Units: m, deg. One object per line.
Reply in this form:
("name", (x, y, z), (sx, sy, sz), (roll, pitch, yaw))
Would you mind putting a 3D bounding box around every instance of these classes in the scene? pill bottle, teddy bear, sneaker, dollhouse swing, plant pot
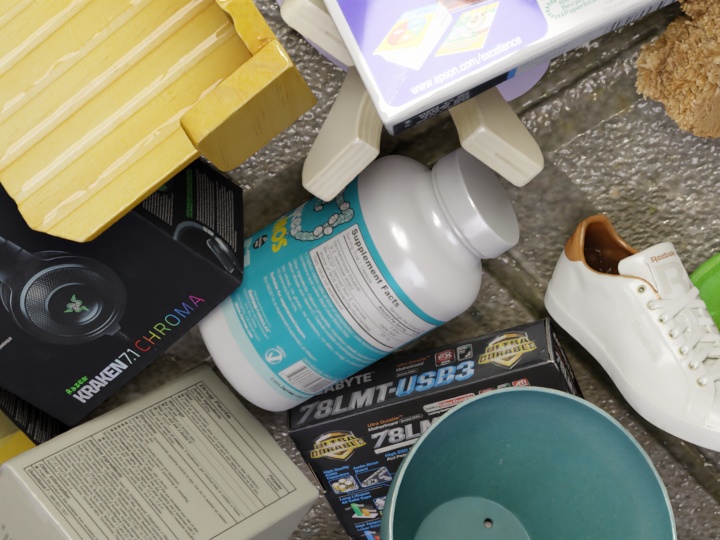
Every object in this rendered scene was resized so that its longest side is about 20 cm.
("pill bottle", (0.000, 0.000, 1.291), (0.199, 0.111, 0.111), (-30, 129, 21))
("teddy bear", (0.238, -0.173, 1.191), (0.144, 0.067, 0.201), (-3, 127, -15))
("sneaker", (0.194, 0.037, 1.294), (0.072, 0.200, 0.085), (-17, 135, -37))
("dollhouse swing", (-0.151, -0.128, 1.063), (0.175, 0.182, 0.201), (-33, 85, 2))
("plant pot", (0.096, 0.191, 1.377), (0.198, 0.202, 0.135), (10, 162, -13))

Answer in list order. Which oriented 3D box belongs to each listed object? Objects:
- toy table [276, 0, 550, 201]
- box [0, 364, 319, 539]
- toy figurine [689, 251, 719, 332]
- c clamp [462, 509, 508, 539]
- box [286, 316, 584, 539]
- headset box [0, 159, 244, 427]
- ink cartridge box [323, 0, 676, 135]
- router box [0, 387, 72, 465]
("toy table", (0.032, -0.133, 1.166), (0.199, 0.118, 0.184), (21, 128, -21))
("box", (-0.149, 0.169, 1.359), (0.199, 0.128, 0.109), (-24, 156, -49))
("toy figurine", (0.303, 0.073, 1.333), (0.149, 0.185, 0.201), (17, 129, -19))
("c clamp", (0.038, 0.225, 1.500), (0.199, 0.027, 0.171), (-20, 132, 17))
("box", (0.071, 0.136, 1.465), (0.198, 0.050, 0.199), (-17, 132, 12))
("headset box", (-0.201, -0.024, 1.265), (0.174, 0.093, 0.199), (-38, 124, 27))
("ink cartridge box", (0.059, -0.201, 1.062), (0.197, 0.201, 0.043), (-25, 172, -2))
("router box", (-0.305, 0.145, 1.442), (0.199, 0.052, 0.158), (-24, 130, 17))
